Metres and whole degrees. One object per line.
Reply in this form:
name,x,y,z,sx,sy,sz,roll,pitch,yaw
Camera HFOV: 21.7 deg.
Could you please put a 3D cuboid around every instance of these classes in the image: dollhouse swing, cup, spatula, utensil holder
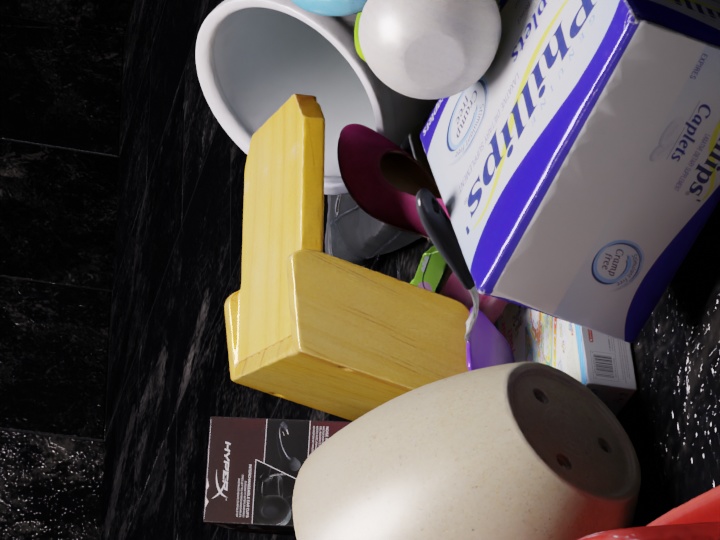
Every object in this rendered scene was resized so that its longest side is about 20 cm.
dollhouse swing,0.000,0.000,1.296,0.200,0.181,0.176,148,139,-71
cup,0.081,0.136,1.104,0.143,0.200,0.201,-48,31,30
spatula,0.066,0.016,1.158,0.200,0.020,0.057,66,-157,-48
utensil holder,0.001,-0.181,1.430,0.200,0.170,0.170,-46,-10,-38

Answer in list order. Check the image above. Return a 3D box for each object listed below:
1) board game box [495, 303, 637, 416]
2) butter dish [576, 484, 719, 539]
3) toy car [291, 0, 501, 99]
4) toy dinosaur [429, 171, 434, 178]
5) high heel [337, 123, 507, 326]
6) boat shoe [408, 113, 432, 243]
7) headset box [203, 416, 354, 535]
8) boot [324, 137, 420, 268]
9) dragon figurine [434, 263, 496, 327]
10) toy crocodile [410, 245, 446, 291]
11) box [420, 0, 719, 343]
board game box,0.129,0.026,1.234,0.135,0.034,0.201,117,156,-51
butter dish,0.123,0.206,0.936,0.200,0.147,0.200,131,143,-64
toy car,0.027,-0.213,1.095,0.200,0.150,0.175,-57,22,33
toy dinosaur,0.087,-0.110,1.327,0.200,0.077,0.103,144,130,-87
high heel,0.057,-0.058,1.267,0.200,0.067,0.096,50,126,31
boat shoe,0.070,-0.044,1.423,0.071,0.070,0.200,114,156,-49
headset box,0.004,0.149,1.310,0.149,0.199,0.078,58,-144,-78
boot,0.016,-0.093,1.662,0.200,0.065,0.165,138,129,-73
dragon figurine,0.056,0.047,1.368,0.099,0.059,0.201,38,145,54
toy crocodile,0.043,0.065,1.495,0.067,0.062,0.200,-32,-33,-61
box,0.133,-0.094,1.084,0.184,0.105,0.200,-63,22,24
